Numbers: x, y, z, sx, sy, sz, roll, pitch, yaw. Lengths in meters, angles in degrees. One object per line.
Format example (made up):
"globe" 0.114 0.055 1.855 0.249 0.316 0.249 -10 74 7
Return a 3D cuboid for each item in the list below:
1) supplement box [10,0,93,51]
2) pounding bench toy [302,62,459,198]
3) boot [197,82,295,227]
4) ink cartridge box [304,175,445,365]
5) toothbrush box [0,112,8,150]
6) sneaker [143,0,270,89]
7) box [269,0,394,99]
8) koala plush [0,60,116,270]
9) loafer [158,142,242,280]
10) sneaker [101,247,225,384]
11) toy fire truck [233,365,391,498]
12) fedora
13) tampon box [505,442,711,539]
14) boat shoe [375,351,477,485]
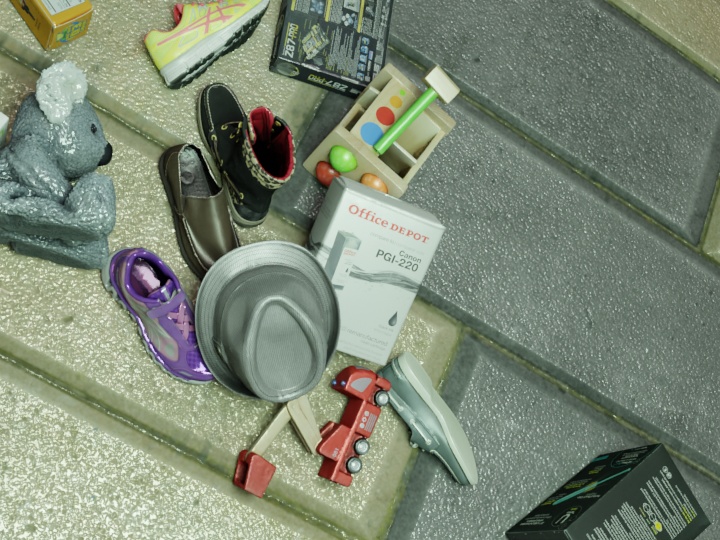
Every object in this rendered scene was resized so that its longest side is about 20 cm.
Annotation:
"supplement box" -0.423 -0.384 1.197 0.069 0.066 0.201 -32 89 -30
"pounding bench toy" 0.034 -0.176 1.254 0.124 0.200 0.156 40 63 -8
"boot" -0.146 -0.169 1.203 0.073 0.151 0.201 -10 79 -25
"ink cartridge box" 0.000 0.000 1.202 0.145 0.085 0.201 20 100 -16
"toothbrush box" -0.530 -0.165 1.076 0.200 0.086 0.146 36 64 -11
"sneaker" -0.205 -0.333 1.269 0.090 0.078 0.200 48 63 -1
"box" -0.036 -0.359 1.365 0.160 0.049 0.201 15 70 -20
"koala plush" -0.361 -0.130 1.089 0.183 0.177 0.201 13 70 -15
"loafer" -0.201 -0.073 1.196 0.073 0.071 0.201 -23 85 -27
"sneaker" -0.232 0.051 1.137 0.080 0.088 0.201 -40 95 -29
"toy fire truck" -0.058 0.200 1.176 0.141 0.049 0.201 29 75 -20
"fedora" -0.100 0.074 1.105 0.176 0.090 0.201 -9 111 -14
"tampon box" 0.327 0.343 1.254 0.199 0.150 0.127 -31 87 -27
"boat shoe" 0.089 0.205 1.256 0.062 0.073 0.201 -30 96 16
